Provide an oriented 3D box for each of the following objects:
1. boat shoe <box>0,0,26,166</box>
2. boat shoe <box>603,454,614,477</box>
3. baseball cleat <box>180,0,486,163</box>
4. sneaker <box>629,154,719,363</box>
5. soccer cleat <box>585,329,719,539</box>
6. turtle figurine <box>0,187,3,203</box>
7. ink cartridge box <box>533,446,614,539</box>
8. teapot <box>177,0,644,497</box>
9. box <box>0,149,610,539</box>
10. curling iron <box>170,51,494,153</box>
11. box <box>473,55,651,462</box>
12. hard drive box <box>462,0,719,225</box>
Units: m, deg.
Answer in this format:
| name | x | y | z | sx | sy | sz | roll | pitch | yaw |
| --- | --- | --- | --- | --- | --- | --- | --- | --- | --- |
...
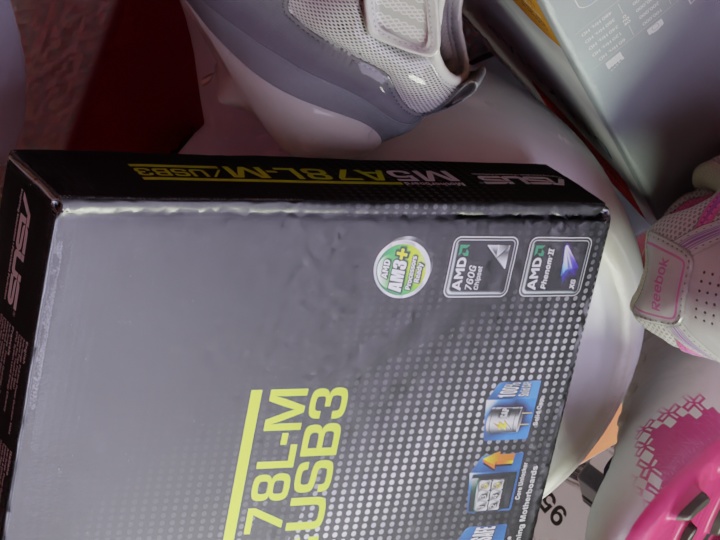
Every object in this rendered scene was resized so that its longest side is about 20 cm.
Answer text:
| name | x | y | z | sx | sy | sz | roll | pitch | yaw |
| --- | --- | --- | --- | --- | --- | --- | --- | --- | --- |
| boat shoe | -0.153 | -0.114 | 0.736 | 0.069 | 0.071 | 0.201 | -1 | 130 | 15 |
| boat shoe | 0.174 | 0.084 | 1.076 | 0.093 | 0.075 | 0.200 | -29 | -178 | -17 |
| baseball cleat | -0.035 | -0.123 | 0.774 | 0.106 | 0.070 | 0.200 | -26 | 121 | 28 |
| sneaker | 0.153 | -0.011 | 0.902 | 0.200 | 0.088 | 0.082 | -14 | 117 | -66 |
| soccer cleat | 0.122 | 0.049 | 0.961 | 0.200 | 0.086 | 0.070 | -36 | 151 | -45 |
| turtle figurine | -0.159 | 0.058 | 0.837 | 0.064 | 0.161 | 0.201 | -8 | 112 | -60 |
| ink cartridge box | 0.154 | 0.103 | 1.276 | 0.084 | 0.145 | 0.200 | 6 | 126 | -49 |
| teapot | 0.000 | 0.000 | 0.932 | 0.197 | 0.146 | 0.201 | 10 | 117 | -26 |
| box | -0.030 | 0.062 | 0.812 | 0.192 | 0.047 | 0.201 | 0 | 113 | -33 |
| curling iron | 0.002 | -0.056 | 1.023 | 0.199 | 0.026 | 0.050 | -23 | 143 | -27 |
| box | 0.112 | -0.021 | 1.086 | 0.200 | 0.106 | 0.153 | -26 | 148 | -38 |
| hard drive box | 0.071 | -0.118 | 0.894 | 0.077 | 0.156 | 0.200 | -40 | 149 | 0 |
